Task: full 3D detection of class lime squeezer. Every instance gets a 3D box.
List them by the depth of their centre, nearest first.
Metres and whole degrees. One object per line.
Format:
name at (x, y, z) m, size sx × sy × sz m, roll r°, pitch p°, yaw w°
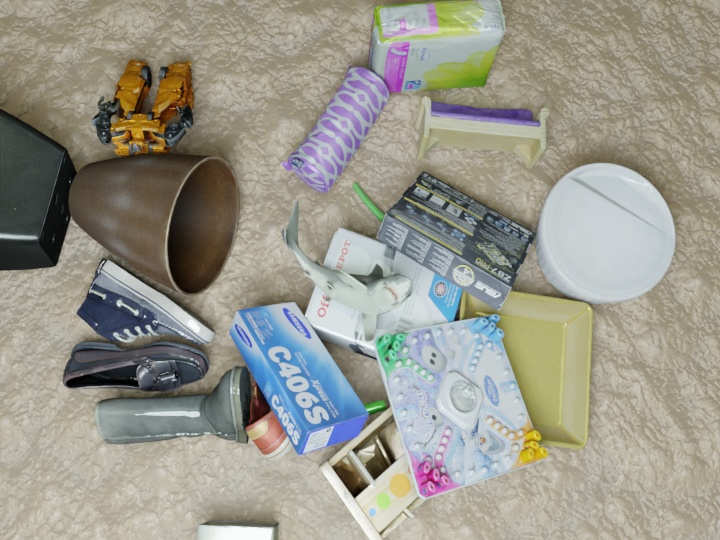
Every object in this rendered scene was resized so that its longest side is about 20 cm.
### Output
lime squeezer at (0.069, -0.071, 1.048) m, size 0.195 × 0.038 × 0.072 m, roll 21°, pitch 75°, yaw 4°

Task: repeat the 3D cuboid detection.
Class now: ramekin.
ramekin at (0.349, -0.045, 1.027) m, size 0.195 × 0.094 × 0.209 m, roll 1°, pitch 75°, yaw -2°

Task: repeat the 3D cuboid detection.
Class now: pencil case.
pencil case at (-0.035, -0.215, 1.062) m, size 0.084 × 0.084 × 0.202 m, roll 26°, pitch 72°, yaw 28°

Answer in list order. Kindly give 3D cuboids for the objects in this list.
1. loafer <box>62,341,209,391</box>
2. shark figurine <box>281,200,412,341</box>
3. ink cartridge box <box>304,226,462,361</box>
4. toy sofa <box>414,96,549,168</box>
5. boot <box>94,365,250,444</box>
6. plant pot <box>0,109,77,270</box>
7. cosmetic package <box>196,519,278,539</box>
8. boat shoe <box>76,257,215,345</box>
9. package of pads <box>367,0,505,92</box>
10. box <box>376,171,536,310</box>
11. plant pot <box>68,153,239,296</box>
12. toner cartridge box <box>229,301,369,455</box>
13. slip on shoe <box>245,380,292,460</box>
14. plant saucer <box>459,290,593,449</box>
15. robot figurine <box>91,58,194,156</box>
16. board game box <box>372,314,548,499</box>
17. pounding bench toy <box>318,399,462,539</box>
loafer at (-0.305, 0.141, 0.947) m, size 0.193 × 0.074 × 0.064 m, roll 2°, pitch 36°, yaw 4°
shark figurine at (-0.015, 0.002, 0.930) m, size 0.211 × 0.131 × 0.089 m, roll 27°, pitch 49°, yaw 23°
ink cartridge box at (0.033, 0.049, 0.989) m, size 0.195 × 0.084 × 0.149 m, roll 20°, pitch 75°, yaw 2°
toy sofa at (0.184, -0.224, 1.072) m, size 0.193 × 0.083 × 0.101 m, roll 5°, pitch 76°, yaw -1°
boot at (-0.241, 0.177, 0.901) m, size 0.193 × 0.184 × 0.074 m, roll 8°, pitch 50°, yaw -4°
plant pot at (-0.496, -0.105, 0.957) m, size 0.172 × 0.199 × 0.206 m, roll 12°, pitch 74°, yaw -11°
cosmetic package at (-0.158, 0.425, 0.876) m, size 0.100 × 0.087 × 0.207 m, roll 3°, pitch 76°, yaw -1°
boat shoe at (-0.302, 0.072, 0.979) m, size 0.197 × 0.075 × 0.094 m, roll 30°, pitch 83°, yaw 12°
package of pads at (0.110, -0.340, 1.061) m, size 0.193 × 0.155 × 0.070 m, roll -6°, pitch 74°, yaw -5°
box at (0.140, -0.050, 0.991) m, size 0.197 × 0.050 × 0.162 m, roll 30°, pitch 36°, yaw 8°
plant pot at (-0.298, -0.082, 0.973) m, size 0.194 × 0.187 × 0.192 m, roll 14°, pitch 74°, yaw 16°
toner cartridge box at (-0.081, 0.128, 0.876) m, size 0.093 × 0.044 × 0.201 m, roll -5°, pitch 44°, yaw -39°
slip on shoe at (-0.107, 0.151, 0.919) m, size 0.061 × 0.073 × 0.202 m, roll 46°, pitch 30°, yaw -25°
plant saucer at (0.225, 0.137, 0.989) m, size 0.193 × 0.049 × 0.206 m, roll 9°, pitch 77°, yaw -4°
robot figurine at (-0.307, -0.237, 1.024) m, size 0.140 × 0.059 × 0.204 m, roll 1°, pitch 50°, yaw -2°
board game box at (0.130, 0.162, 0.887) m, size 0.195 × 0.026 × 0.205 m, roll -6°, pitch 68°, yaw -29°
pounding bench toy at (0.019, 0.228, 0.919) m, size 0.155 × 0.125 × 0.201 m, roll -37°, pitch 79°, yaw -12°
